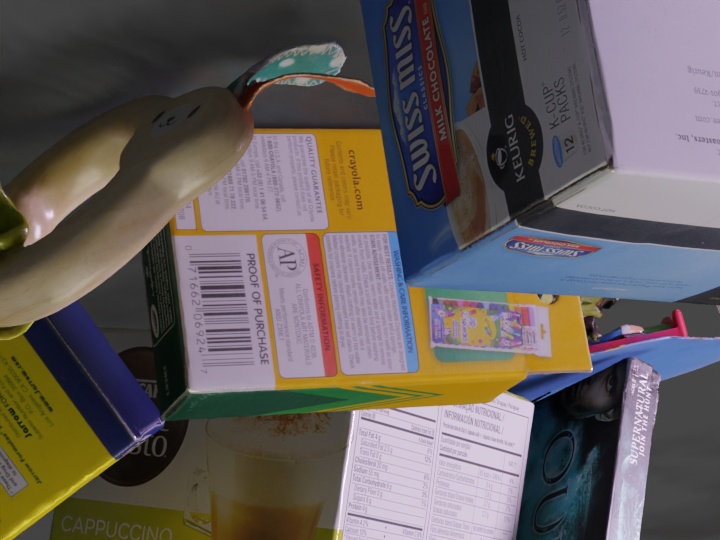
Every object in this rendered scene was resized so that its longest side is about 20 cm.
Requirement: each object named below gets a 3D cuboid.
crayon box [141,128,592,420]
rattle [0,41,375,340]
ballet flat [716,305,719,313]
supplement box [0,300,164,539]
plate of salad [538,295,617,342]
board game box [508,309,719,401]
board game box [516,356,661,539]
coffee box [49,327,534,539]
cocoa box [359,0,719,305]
[{"bbox_3d":[0.000,0.000,1.052,0.200,0.126,0.052,-1,162,-21],"label":"crayon box"},{"bbox_3d":[-0.113,-0.075,0.926,0.200,0.143,0.130,-32,-173,20],"label":"rattle"},{"bbox_3d":[0.216,-0.003,1.239,0.069,0.071,0.200,-13,162,11],"label":"ballet flat"},{"bbox_3d":[-0.213,0.097,1.125,0.200,0.110,0.109,-36,179,3],"label":"supplement box"},{"bbox_3d":[0.066,0.026,1.297,0.200,0.048,0.200,-8,162,-3],"label":"plate of salad"},{"bbox_3d":[0.153,0.048,1.429,0.158,0.039,0.200,-22,166,34],"label":"board game box"},{"bbox_3d":[0.119,0.162,1.356,0.028,0.200,0.135,26,146,-24],"label":"board game box"},{"bbox_3d":[-0.041,0.146,1.304,0.200,0.198,0.200,3,170,34],"label":"coffee box"},{"bbox_3d":[0.121,-0.068,0.882,0.200,0.133,0.131,4,159,-34],"label":"cocoa box"}]
